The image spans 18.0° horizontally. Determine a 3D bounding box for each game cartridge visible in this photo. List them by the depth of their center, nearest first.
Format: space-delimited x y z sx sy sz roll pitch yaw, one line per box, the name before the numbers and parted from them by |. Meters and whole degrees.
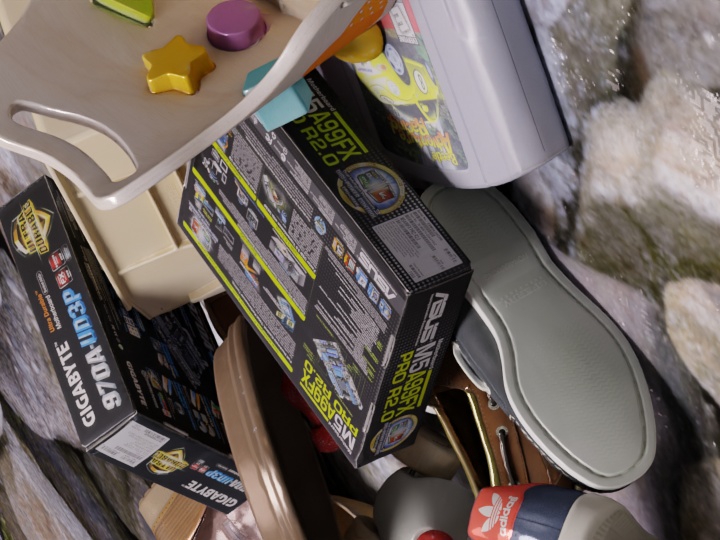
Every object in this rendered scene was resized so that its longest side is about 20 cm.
game cartridge | 0.031 -0.110 1.195 0.200 0.041 0.133 18 137 61

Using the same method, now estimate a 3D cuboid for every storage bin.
storage bin | -0.151 -0.103 1.426 0.199 0.094 0.200 69 178 -55

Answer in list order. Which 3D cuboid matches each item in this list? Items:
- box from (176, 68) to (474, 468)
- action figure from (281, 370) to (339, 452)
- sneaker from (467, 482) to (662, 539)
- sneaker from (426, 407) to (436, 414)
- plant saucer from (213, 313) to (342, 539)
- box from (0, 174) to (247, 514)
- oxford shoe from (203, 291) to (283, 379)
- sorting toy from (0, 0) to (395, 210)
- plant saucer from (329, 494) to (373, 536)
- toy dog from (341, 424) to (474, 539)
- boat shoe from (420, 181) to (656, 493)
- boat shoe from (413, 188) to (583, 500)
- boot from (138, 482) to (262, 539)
box | -0.025 -0.015 1.251 0.200 0.044 0.160 52 149 28
action figure | -0.010 0.012 1.422 0.065 0.099 0.200 169 95 -71
sneaker | 0.112 0.160 1.220 0.084 0.075 0.200 13 157 25
sneaker | 0.000 0.000 1.351 0.200 0.072 0.072 64 163 -7
plant saucer | -0.049 0.124 1.406 0.200 0.029 0.200 -19 -90 -87
box | -0.146 0.048 1.476 0.159 0.046 0.200 33 -154 -53
oxford shoe | -0.075 -0.002 1.529 0.200 0.071 0.071 50 153 30
sorting toy | -0.102 -0.113 1.158 0.200 0.180 0.107 32 157 33
plant saucer | 0.027 0.243 1.650 0.200 0.035 0.200 48 155 31
toy dog | 0.062 0.174 1.393 0.132 0.096 0.200 -56 23 26
boat shoe | 0.091 0.040 1.204 0.060 0.076 0.200 99 149 -57
boat shoe | 0.059 0.050 1.286 0.200 0.068 0.072 59 161 7
boot | -0.050 0.161 1.602 0.166 0.072 0.200 43 111 14
